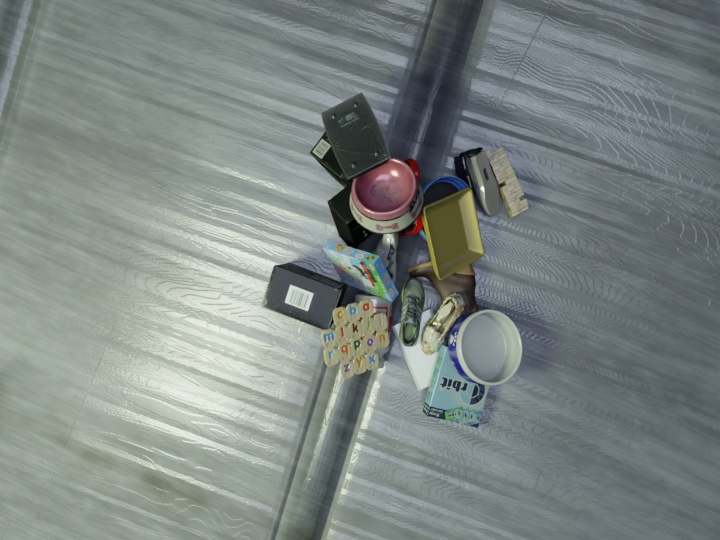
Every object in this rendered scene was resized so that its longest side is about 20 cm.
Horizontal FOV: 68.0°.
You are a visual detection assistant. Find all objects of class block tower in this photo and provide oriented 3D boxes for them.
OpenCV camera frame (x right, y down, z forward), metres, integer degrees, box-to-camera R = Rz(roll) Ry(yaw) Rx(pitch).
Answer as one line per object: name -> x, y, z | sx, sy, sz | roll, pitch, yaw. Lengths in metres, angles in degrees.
block tower -> 0.420, -0.258, 1.544 | 0.057, 0.054, 0.204 | -26, 89, 2

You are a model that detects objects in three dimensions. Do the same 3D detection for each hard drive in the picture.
hard drive -> -0.011, -0.336, 1.353 | 0.132, 0.042, 0.204 | -24, 72, 6
hard drive -> 0.189, 0.232, 1.573 | 0.129, 0.026, 0.204 | -23, 88, 3

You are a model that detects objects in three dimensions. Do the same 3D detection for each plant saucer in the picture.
plant saucer -> 0.246, -0.104, 1.468 | 0.197, 0.048, 0.205 | -25, 107, -33

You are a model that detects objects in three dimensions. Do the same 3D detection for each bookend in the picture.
bookend -> 0.023, -0.173, 1.505 | 0.197, 0.201, 0.092 | -39, 67, -10

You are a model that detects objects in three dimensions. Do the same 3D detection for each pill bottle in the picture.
pill bottle -> 0.033, 0.174, 1.538 | 0.109, 0.112, 0.206 | 4, 90, 3

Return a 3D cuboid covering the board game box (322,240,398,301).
board game box -> 0.000, 0.000, 1.478 | 0.198, 0.153, 0.037 | 20, 60, 43

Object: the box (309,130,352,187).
box -> -0.025, -0.316, 1.486 | 0.124, 0.200, 0.150 | 40, 93, 18

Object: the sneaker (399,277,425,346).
sneaker -> 0.148, 0.122, 1.516 | 0.072, 0.081, 0.206 | 2, 95, 4

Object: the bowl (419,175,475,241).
bowl -> 0.240, -0.165, 1.522 | 0.196, 0.039, 0.207 | -3, 98, -25

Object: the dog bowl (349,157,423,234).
dog bowl -> 0.063, -0.199, 1.361 | 0.194, 0.074, 0.205 | -3, 67, 7

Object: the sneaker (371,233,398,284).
sneaker -> 0.049, -0.045, 1.525 | 0.112, 0.076, 0.204 | 4, 125, 8

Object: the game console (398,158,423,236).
game console -> 0.115, -0.201, 1.513 | 0.030, 0.176, 0.206 | -5, 89, -26

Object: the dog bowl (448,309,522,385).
dog bowl -> 0.346, 0.214, 1.486 | 0.195, 0.079, 0.206 | 3, 80, -17

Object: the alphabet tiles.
alphabet tiles -> -0.012, 0.184, 1.443 | 0.196, 0.015, 0.201 | -14, 105, -25

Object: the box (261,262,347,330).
box -> -0.151, 0.070, 1.505 | 0.196, 0.198, 0.126 | 20, 95, 3

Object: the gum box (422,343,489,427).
gum box -> 0.285, 0.332, 1.537 | 0.166, 0.044, 0.205 | 15, 91, -15

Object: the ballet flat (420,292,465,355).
ballet flat -> 0.221, 0.150, 1.512 | 0.075, 0.063, 0.203 | 35, 102, 29

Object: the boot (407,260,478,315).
boot -> 0.240, 0.053, 1.546 | 0.194, 0.072, 0.171 | -8, 89, 2

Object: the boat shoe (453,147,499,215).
boat shoe -> 0.335, -0.256, 1.548 | 0.074, 0.092, 0.204 | -32, 115, -30
